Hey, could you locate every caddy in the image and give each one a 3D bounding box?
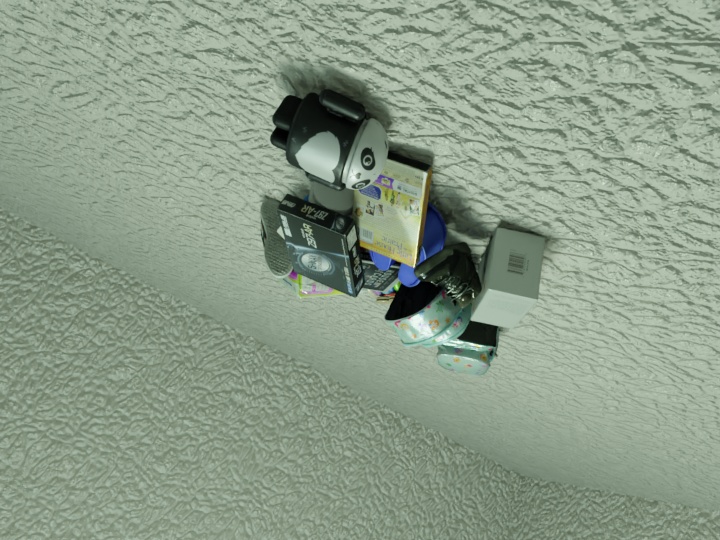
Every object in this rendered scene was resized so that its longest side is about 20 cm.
[{"bbox_3d":[0.098,-0.067,1.314,0.139,0.105,0.202,33,148,15],"label":"caddy"}]

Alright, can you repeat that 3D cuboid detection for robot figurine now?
[{"bbox_3d":[-0.050,-0.213,1.072,0.195,0.128,0.150,23,179,2],"label":"robot figurine"}]

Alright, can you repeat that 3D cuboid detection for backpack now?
[{"bbox_3d":[0.150,0.076,1.395,0.175,0.200,0.153,-21,109,41],"label":"backpack"},{"bbox_3d":[0.279,0.191,1.714,0.170,0.158,0.200,6,167,14],"label":"backpack"}]

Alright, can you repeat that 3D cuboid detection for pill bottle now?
[{"bbox_3d":[-0.053,-0.124,1.326,0.111,0.117,0.201,22,160,2],"label":"pill bottle"}]

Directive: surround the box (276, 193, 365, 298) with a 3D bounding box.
[{"bbox_3d":[-0.075,-0.046,1.289,0.157,0.044,0.203,22,148,21],"label":"box"}]

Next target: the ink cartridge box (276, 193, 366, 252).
[{"bbox_3d":[-0.085,-0.062,1.486,0.200,0.068,0.116,45,145,-5],"label":"ink cartridge box"}]

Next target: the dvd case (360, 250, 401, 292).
[{"bbox_3d":[0.000,0.000,1.443,0.194,0.026,0.150,10,154,-19],"label":"dvd case"}]

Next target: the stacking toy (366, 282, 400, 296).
[{"bbox_3d":[0.105,0.023,1.603,0.195,0.088,0.085,1,152,37],"label":"stacking toy"}]

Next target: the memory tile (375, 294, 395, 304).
[{"bbox_3d":[0.149,0.078,1.650,0.196,0.017,0.151,11,166,-39],"label":"memory tile"}]

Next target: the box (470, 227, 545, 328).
[{"bbox_3d":[0.285,0.021,1.278,0.094,0.128,0.201,12,161,3],"label":"box"}]

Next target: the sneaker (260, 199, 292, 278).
[{"bbox_3d":[-0.197,-0.064,1.556,0.076,0.206,0.080,-7,154,-8],"label":"sneaker"}]

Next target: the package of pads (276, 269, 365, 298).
[{"bbox_3d":[-0.094,0.011,1.609,0.195,0.071,0.154,-4,-164,-29],"label":"package of pads"}]

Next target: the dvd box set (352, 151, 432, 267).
[{"bbox_3d":[0.053,-0.117,1.187,0.143,0.029,0.205,22,131,22],"label":"dvd box set"}]

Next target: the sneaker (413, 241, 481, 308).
[{"bbox_3d":[0.173,0.014,1.227,0.075,0.117,0.198,-29,171,28],"label":"sneaker"}]

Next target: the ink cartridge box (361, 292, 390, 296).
[{"bbox_3d":[-0.007,0.049,1.844,0.196,0.044,0.173,3,151,45],"label":"ink cartridge box"}]
